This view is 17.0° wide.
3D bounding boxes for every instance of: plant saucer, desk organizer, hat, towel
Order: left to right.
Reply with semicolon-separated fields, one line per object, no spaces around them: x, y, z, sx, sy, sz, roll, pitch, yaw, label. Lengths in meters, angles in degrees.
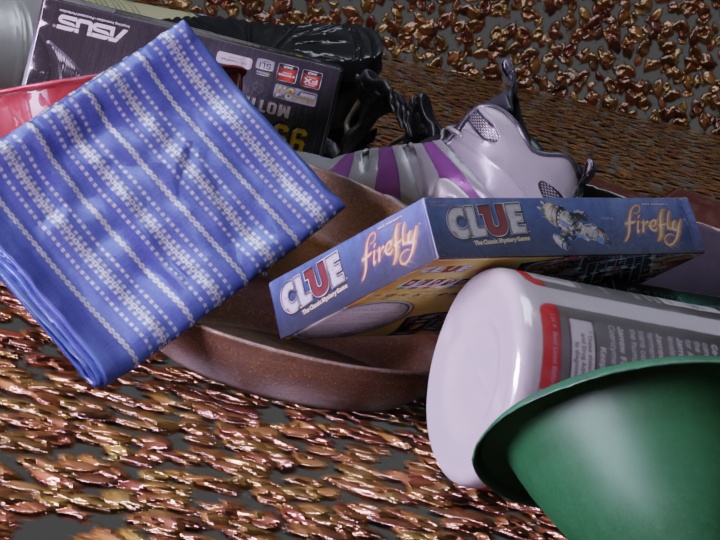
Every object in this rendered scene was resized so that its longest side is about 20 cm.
-0.117;-0.040;1.294;0.145;0.024;0.200;49;54;5;towel
-0.042;0.041;1.372;0.200;0.037;0.200;13;10;-2;plant saucer
0.000;0.000;1.471;0.200;0.035;0.200;26;-17;8;plant saucer
0.155;-0.026;1.543;0.200;0.072;0.077;20;20;18;desk organizer
0.151;0.149;1.094;0.166;0.176;0.200;16;-34;-33;hat

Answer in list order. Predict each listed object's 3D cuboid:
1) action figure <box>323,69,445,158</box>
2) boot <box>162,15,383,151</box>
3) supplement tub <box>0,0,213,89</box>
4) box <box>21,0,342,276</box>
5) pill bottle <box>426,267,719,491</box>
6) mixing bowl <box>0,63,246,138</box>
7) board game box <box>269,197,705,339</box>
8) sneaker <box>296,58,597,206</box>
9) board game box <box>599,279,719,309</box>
-0.039;-0.056;1.677;0.119;0.200;0.102;38;30;-43;action figure
-0.075;-0.099;1.750;0.198;0.163;0.073;0;36;-11;boot
-0.203;-0.135;1.799;0.200;0.145;0.145;8;12;-31;supplement tub
-0.126;-0.081;1.575;0.200;0.158;0.048;14;8;-4;box
0.146;0.070;1.255;0.200;0.114;0.114;11;11;-21;pill bottle
-0.158;-0.054;1.435;0.200;0.108;0.200;-9;-1;0;mixing bowl
0.070;-0.001;1.311;0.200;0.035;0.135;-1;-18;-41;board game box
0.053;-0.072;1.498;0.200;0.140;0.078;23;-4;18;sneaker
0.176;0.052;1.414;0.200;0.028;0.135;10;-27;-37;board game box
